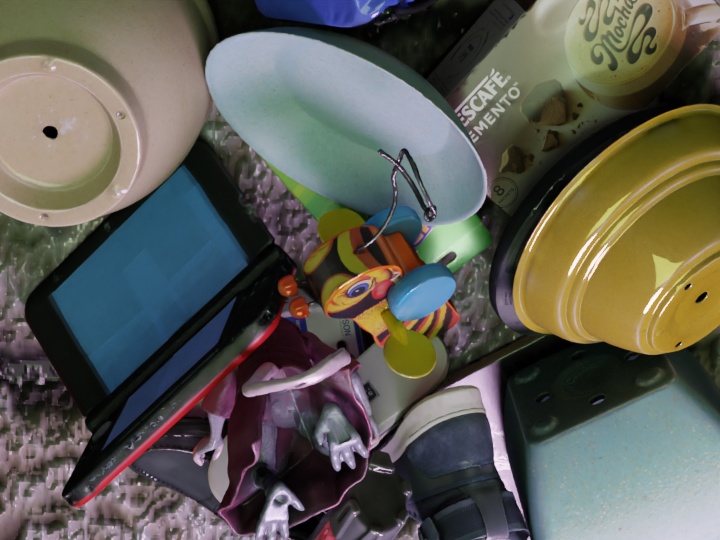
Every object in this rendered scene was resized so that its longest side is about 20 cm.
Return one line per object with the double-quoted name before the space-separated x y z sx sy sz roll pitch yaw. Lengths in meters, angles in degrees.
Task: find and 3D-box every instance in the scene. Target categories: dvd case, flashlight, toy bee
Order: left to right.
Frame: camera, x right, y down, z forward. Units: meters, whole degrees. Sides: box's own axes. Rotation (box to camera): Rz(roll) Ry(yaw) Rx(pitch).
"flashlight" -0.019 0.212 1.023 0.068 0.068 0.201 48 143 13
"toy bee" 0.000 0.000 0.924 0.108 0.131 0.201 -27 131 -3
"dvd case" 0.136 0.126 1.125 0.198 0.016 0.150 -28 116 8

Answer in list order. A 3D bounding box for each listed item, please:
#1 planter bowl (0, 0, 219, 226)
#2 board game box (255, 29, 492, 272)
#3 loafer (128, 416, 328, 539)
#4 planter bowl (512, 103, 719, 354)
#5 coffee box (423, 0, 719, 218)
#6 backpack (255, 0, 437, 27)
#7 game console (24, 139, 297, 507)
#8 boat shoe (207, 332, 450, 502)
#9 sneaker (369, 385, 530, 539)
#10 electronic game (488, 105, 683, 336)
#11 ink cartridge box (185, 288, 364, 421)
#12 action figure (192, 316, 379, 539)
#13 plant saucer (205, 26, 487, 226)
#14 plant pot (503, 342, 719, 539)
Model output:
"planter bowl" -0.193 -0.114 0.905 0.197 0.135 0.202 0 123 -1
"board game box" 0.003 -0.068 1.016 0.095 0.030 0.200 -36 110 13
"loafer" -0.089 0.164 1.067 0.199 0.071 0.068 22 137 -31
"planter bowl" 0.205 -0.005 0.938 0.199 0.084 0.202 -26 145 -20
"coffee box" 0.137 -0.144 0.959 0.113 0.080 0.200 38 108 -20
"backpack" 0.033 -0.248 0.838 0.199 0.162 0.170 -27 119 -22
"game console" -0.153 0.031 0.961 0.200 0.173 0.119 -42 101 15
"boat shoe" -0.020 0.111 1.032 0.199 0.066 0.072 -38 73 -1
"sneaker" 0.063 0.188 1.021 0.076 0.148 0.203 -14 158 -16
"electronic game" 0.174 -0.031 0.991 0.198 0.042 0.201 -26 145 -20
"ink cartridge box" -0.093 0.073 1.071 0.197 0.039 0.101 -8 117 1
"action figure" -0.063 0.081 0.934 0.132 0.201 0.150 -17 122 -2
"plant saucer" -0.004 -0.101 0.904 0.200 0.200 0.039 34 66 -18
"plant pot" 0.203 0.157 1.036 0.195 0.196 0.201 -26 111 8
